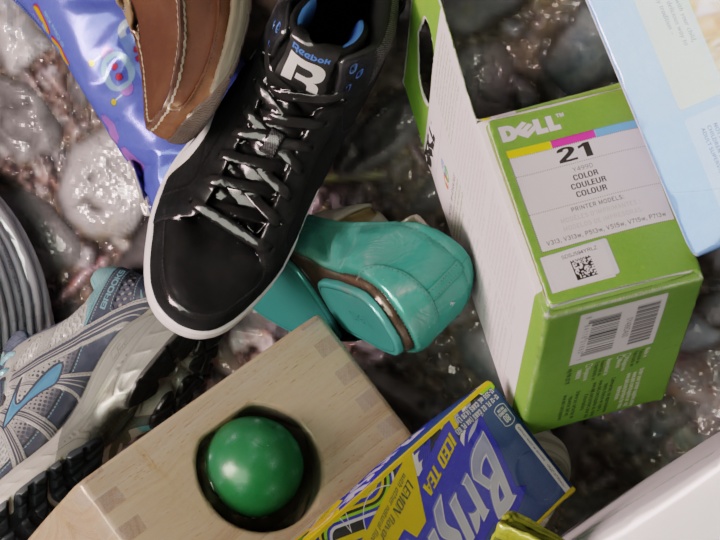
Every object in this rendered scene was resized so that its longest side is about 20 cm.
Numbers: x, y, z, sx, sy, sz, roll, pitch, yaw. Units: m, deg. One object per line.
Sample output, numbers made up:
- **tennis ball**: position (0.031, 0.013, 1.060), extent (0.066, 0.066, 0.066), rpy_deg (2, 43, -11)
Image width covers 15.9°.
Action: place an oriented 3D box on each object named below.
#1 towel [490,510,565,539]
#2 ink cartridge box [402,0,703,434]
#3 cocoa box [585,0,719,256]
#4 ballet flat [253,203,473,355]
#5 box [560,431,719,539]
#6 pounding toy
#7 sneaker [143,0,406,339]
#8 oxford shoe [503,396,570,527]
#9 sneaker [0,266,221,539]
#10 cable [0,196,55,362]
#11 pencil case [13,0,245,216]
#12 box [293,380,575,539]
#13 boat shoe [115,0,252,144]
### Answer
- **towel**: position (0.066, 0.206, 1.115), extent (0.086, 0.018, 0.201), rpy_deg (30, 118, 23)
- **ink cartridge box**: position (0.083, -0.046, 1.198), extent (0.075, 0.148, 0.201), rpy_deg (-14, 67, -8)
- **cocoa box**: position (0.175, -0.126, 1.126), extent (0.133, 0.131, 0.201), rpy_deg (-22, 91, 18)
- **ballet flat**: position (0.000, 0.000, 1.280), extent (0.068, 0.070, 0.200), rpy_deg (60, 161, -19)
- **box**: position (0.180, 0.166, 1.165), extent (0.199, 0.200, 0.172), rpy_deg (-36, 83, 31)
- **pounding toy**: position (-0.061, 0.141, 1.249), extent (0.142, 0.184, 0.200), rpy_deg (52, 151, 5)
- **sneaker**: position (-0.043, -0.069, 1.220), extent (0.073, 0.112, 0.201), rpy_deg (27, 73, 0)
- **oxford shoe**: position (0.043, 0.139, 1.316), extent (0.200, 0.075, 0.058), rpy_deg (-58, 33, 33)
- **sneaker**: position (-0.165, 0.081, 1.361), extent (0.086, 0.078, 0.200), rpy_deg (34, 71, 28)
- **cable**: position (-0.266, 0.022, 1.436), extent (0.199, 0.069, 0.201), rpy_deg (5, 104, 26)
- **pencil case**: position (-0.114, -0.112, 1.318), extent (0.087, 0.078, 0.200), rpy_deg (-33, 84, -5)
- **box**: position (0.009, 0.133, 1.153), extent (0.070, 0.200, 0.064), rpy_deg (51, 136, 1)
- **boat shoe**: position (-0.097, -0.150, 1.250), extent (0.076, 0.072, 0.201), rpy_deg (-47, 36, 47)
